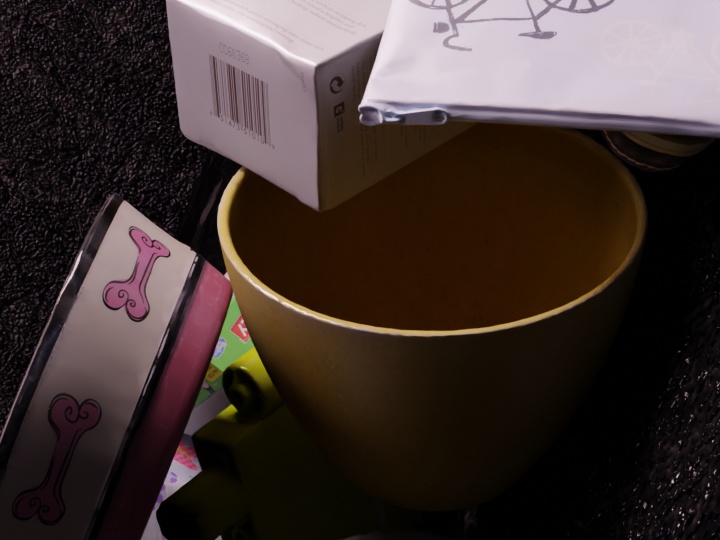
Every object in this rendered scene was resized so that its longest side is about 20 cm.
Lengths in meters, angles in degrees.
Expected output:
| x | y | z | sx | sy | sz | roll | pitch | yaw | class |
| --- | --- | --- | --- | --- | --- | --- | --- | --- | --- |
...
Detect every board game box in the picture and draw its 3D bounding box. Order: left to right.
| x | y | z | sx | sy | sz | roll | pitch | yaw | class |
| --- | --- | --- | --- | --- | --- | --- | --- | --- | --- |
| -0.075 | 0.024 | 1.090 | 0.135 | 0.029 | 0.200 | -57 | 7 | -20 | board game box |

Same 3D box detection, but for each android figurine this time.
| x | y | z | sx | sy | sz | roll | pitch | yaw | class |
| --- | --- | --- | --- | --- | --- | --- | --- | --- | --- |
| -0.022 | 0.113 | 0.958 | 0.041 | 0.184 | 0.199 | 8 | 30 | 42 | android figurine |

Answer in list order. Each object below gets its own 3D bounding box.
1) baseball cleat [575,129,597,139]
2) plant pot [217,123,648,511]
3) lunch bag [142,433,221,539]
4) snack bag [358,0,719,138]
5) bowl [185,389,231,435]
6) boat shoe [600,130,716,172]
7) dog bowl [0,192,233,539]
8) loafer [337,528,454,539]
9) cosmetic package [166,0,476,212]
| x | y | z | sx | sy | sz | roll | pitch | yaw | class |
| --- | --- | --- | --- | --- | --- | --- | --- | --- | --- |
| 0.092 | -0.104 | 0.960 | 0.070 | 0.106 | 0.202 | 133 | 158 | -73 | baseball cleat |
| 0.034 | 0.029 | 0.855 | 0.201 | 0.198 | 0.143 | -85 | -5 | -55 | plant pot |
| -0.106 | 0.223 | 1.129 | 0.201 | 0.168 | 0.127 | -63 | 16 | 13 | lunch bag |
| 0.108 | -0.131 | 0.788 | 0.021 | 0.186 | 0.201 | 78 | -159 | -52 | snack bag |
| -0.085 | 0.080 | 1.255 | 0.091 | 0.200 | 0.202 | -49 | 19 | 26 | bowl |
| 0.141 | -0.096 | 0.839 | 0.201 | 0.073 | 0.065 | -68 | 2 | -54 | boat shoe |
| -0.122 | 0.070 | 0.839 | 0.200 | 0.073 | 0.202 | -158 | 90 | -86 | dog bowl |
| -0.020 | 0.169 | 0.835 | 0.075 | 0.198 | 0.070 | -45 | 53 | 44 | loafer |
| 0.015 | -0.120 | 0.874 | 0.199 | 0.112 | 0.082 | -29 | -48 | -33 | cosmetic package |
